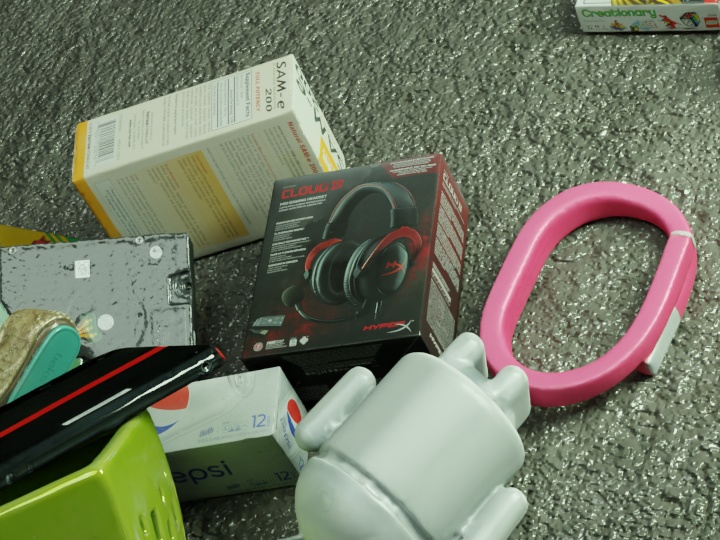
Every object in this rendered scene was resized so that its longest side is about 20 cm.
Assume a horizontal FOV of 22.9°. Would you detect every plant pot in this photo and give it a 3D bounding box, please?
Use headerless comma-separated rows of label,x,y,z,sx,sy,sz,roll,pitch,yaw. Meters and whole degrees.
plant pot,-0.206,0.225,1.186,0.198,0.183,0.200,-23,5,4

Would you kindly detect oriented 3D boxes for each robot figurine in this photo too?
robot figurine,0.034,0.138,1.221,0.169,0.113,0.200,36,72,27

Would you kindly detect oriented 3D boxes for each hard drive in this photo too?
hard drive,-0.229,0.047,1.411,0.198,0.038,0.141,-5,74,1

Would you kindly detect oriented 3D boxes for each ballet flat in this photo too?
ballet flat,-0.286,0.116,1.353,0.065,0.071,0.201,22,72,37

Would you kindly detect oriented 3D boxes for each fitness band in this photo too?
fitness band,0.168,0.015,1.315,0.143,0.038,0.201,8,55,31

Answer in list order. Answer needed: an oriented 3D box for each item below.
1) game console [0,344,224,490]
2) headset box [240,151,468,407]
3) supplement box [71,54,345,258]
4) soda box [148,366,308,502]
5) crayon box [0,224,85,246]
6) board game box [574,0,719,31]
game console,-0.210,0.107,1.254,0.199,0.031,0.176,-30,14,-31
headset box,0.000,0.000,1.382,0.147,0.075,0.201,-8,49,21
supplement box,-0.124,-0.086,1.481,0.198,0.126,0.074,-16,45,12
soda box,-0.141,0.131,1.344,0.198,0.068,0.064,-11,48,18
crayon box,-0.299,0.028,1.520,0.199,0.051,0.128,9,57,32
board game box,0.271,-0.287,1.525,0.125,0.035,0.201,3,54,28
